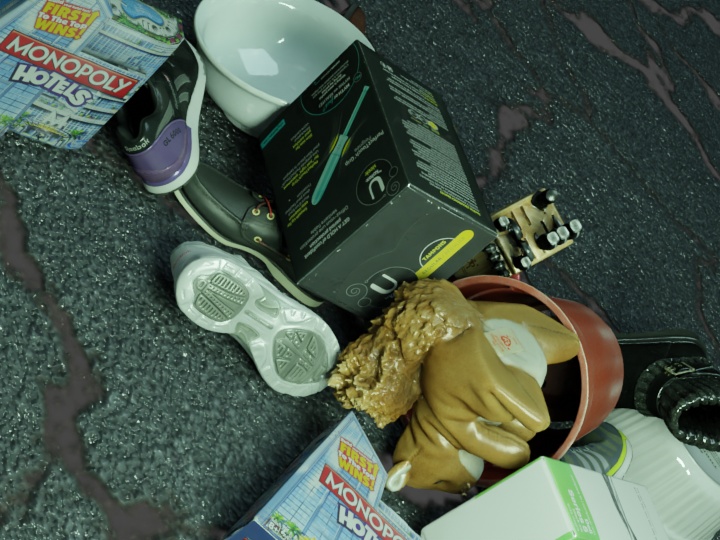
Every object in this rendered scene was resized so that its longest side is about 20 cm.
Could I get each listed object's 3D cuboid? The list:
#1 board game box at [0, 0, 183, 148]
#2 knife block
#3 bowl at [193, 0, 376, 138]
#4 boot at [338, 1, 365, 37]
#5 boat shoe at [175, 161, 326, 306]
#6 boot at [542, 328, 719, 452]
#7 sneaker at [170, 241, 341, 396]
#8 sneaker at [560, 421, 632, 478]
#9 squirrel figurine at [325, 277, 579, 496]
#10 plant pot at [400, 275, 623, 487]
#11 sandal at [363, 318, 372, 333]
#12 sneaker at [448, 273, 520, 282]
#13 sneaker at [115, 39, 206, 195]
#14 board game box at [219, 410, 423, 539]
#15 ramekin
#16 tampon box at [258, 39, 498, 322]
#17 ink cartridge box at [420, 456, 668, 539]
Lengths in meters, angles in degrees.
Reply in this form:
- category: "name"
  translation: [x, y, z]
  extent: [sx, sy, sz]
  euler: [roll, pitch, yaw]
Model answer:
- category: "board game box"
  translation: [-0.249, -0.191, 1.377]
  extent: [0.199, 0.200, 0.062]
  euler: [20, 42, -41]
- category: "knife block"
  translation: [0.177, -0.044, 1.684]
  extent: [0.200, 0.175, 0.064]
  euler: [-28, 91, -50]
- category: "bowl"
  translation: [-0.086, -0.195, 1.699]
  extent: [0.200, 0.091, 0.202]
  euler: [16, 39, -13]
- category: "boot"
  translation: [0.028, -0.195, 1.903]
  extent: [0.200, 0.068, 0.189]
  euler: [40, 32, -21]
- category: "boat shoe"
  translation: [-0.091, -0.045, 1.589]
  extent: [0.201, 0.063, 0.074]
  euler: [37, 35, -20]
- category: "boot"
  translation: [0.302, 0.135, 1.779]
  extent: [0.158, 0.210, 0.080]
  euler: [-112, -168, -57]
- category: "sneaker"
  translation: [-0.093, 0.033, 1.489]
  extent: [0.200, 0.078, 0.099]
  euler: [45, 6, -33]
- category: "sneaker"
  translation: [0.227, 0.207, 1.738]
  extent: [0.081, 0.074, 0.200]
  euler: [44, 29, -5]
- category: "squirrel figurine"
  translation: [0.069, 0.112, 1.515]
  extent: [0.199, 0.187, 0.142]
  euler: [31, 37, -8]
- category: "plant pot"
  translation: [0.163, 0.105, 1.658]
  extent: [0.201, 0.200, 0.195]
  euler: [59, 23, 14]
- category: "sandal"
  translation: [0.000, 0.000, 1.650]
  extent: [0.057, 0.080, 0.202]
  euler: [4, 47, -20]
- category: "sneaker"
  translation: [0.096, -0.035, 1.802]
  extent: [0.200, 0.087, 0.074]
  euler: [48, 29, -5]
- category: "sneaker"
  translation: [-0.192, -0.172, 1.546]
  extent: [0.088, 0.075, 0.201]
  euler: [54, 19, -47]
- category: "board game box"
  translation: [-0.011, 0.223, 1.405]
  extent: [0.200, 0.062, 0.200]
  euler: [43, 32, -14]
- category: "ramekin"
  translation: [0.362, 0.209, 1.891]
  extent: [0.202, 0.094, 0.203]
  euler: [34, 34, -27]
- category: "tampon box"
  translation: [0.012, -0.079, 1.554]
  extent: [0.126, 0.150, 0.201]
  euler: [27, 33, -39]
- category: "ink cartridge box"
  translation: [0.174, 0.251, 1.519]
  extent: [0.200, 0.145, 0.084]
  euler: [22, 40, -50]
